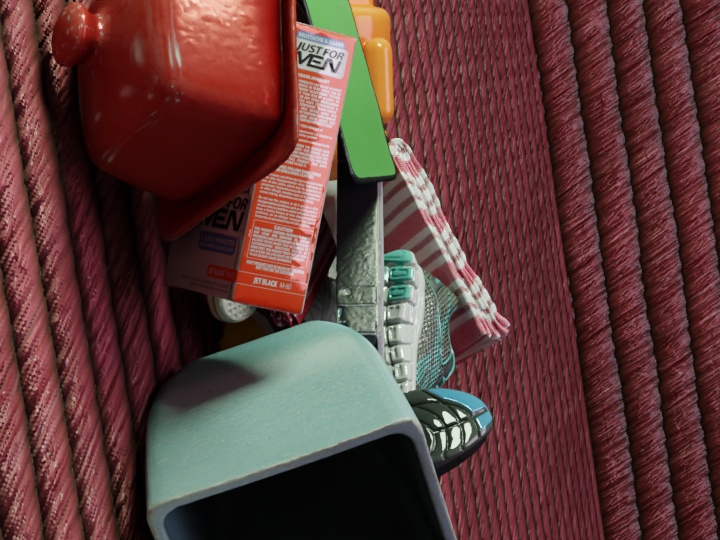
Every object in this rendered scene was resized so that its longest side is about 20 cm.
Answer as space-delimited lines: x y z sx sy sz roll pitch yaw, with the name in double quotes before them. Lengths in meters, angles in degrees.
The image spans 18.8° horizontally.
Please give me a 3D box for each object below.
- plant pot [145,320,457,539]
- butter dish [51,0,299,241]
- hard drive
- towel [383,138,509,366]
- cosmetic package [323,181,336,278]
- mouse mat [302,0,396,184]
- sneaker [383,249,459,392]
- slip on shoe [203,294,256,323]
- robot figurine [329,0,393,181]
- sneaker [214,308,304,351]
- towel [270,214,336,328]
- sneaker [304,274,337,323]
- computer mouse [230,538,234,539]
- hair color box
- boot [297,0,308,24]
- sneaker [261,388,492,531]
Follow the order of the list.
"plant pot" -0.051 0.150 1.592 0.200 0.196 0.196 -112 -177 -54
"butter dish" -0.140 -0.146 1.484 0.148 0.199 0.200 12 65 -31
"hard drive" 0.000 0.000 1.744 0.140 0.038 0.200 87 3 -58
"towel" 0.056 -0.012 1.947 0.200 0.030 0.146 63 -22 5
"cosmetic package" -0.036 0.012 1.981 0.200 0.052 0.151 -55 135 -70
"mouse mat" -0.014 -0.163 1.662 0.161 0.008 0.200 -15 88 -77
"sneaker" 0.044 0.087 1.838 0.091 0.078 0.200 27 66 -40
"slip on shoe" -0.105 -0.042 1.707 0.074 0.061 0.200 48 33 -47
"robot figurine" -0.033 -0.165 1.890 0.117 0.144 0.200 -22 114 -78
"sneaker" -0.074 0.105 1.739 0.090 0.075 0.200 -71 149 -62
"towel" -0.077 -0.069 1.685 0.200 0.022 0.145 66 23 -20
"sneaker" -0.051 0.020 1.825 0.081 0.075 0.200 -34 131 -28
"computer mouse" -0.078 0.302 1.700 0.059 0.034 0.200 -45 127 -74
"hair color box" -0.073 -0.076 1.557 0.064 0.111 0.200 13 89 -32
"boot" -0.042 -0.190 1.699 0.138 0.077 0.200 -18 89 -61
"sneaker" 0.014 0.161 1.729 0.073 0.200 0.082 61 -5 37
